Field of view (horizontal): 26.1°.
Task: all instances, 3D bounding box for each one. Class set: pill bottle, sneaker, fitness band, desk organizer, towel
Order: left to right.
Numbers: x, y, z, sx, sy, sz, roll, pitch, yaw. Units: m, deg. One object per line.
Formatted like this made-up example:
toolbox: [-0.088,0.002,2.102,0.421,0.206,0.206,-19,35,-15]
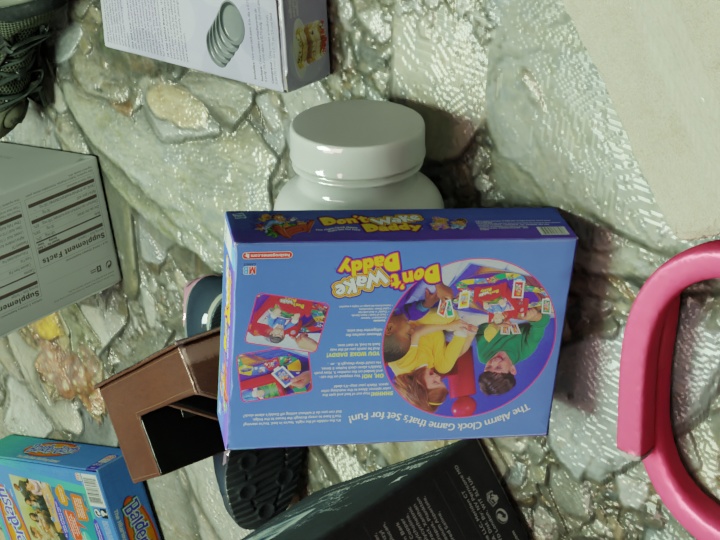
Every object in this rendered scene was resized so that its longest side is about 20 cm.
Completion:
sneaker: [-0.264,-0.168,1.188,0.199,0.076,0.115,-11,104,51]
desk organizer: [-0.110,0.088,1.042,0.200,0.072,0.077,-27,83,63]
sneaker: [-0.093,0.095,1.169,0.082,0.070,0.201,29,128,54]
pill bottle: [0.000,0.000,0.981,0.109,0.109,0.201,21,124,37]
towel: [0.167,-0.114,0.791,0.200,0.034,0.132,65,155,-3]
fitness band: [0.212,0.075,0.860,0.143,0.037,0.201,21,126,37]

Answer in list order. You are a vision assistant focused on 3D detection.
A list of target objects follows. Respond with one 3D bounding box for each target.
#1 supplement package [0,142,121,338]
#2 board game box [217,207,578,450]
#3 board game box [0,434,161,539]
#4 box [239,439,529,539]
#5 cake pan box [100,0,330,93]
supplement package: [-0.323,-0.027,1.258,0.200,0.156,0.111,10,118,42]
board game box: [0.019,0.034,0.913,0.045,0.199,0.135,-115,27,-61]
board game box: [-0.259,0.232,1.412,0.200,0.045,0.153,0,111,45]
box: [-0.017,0.220,1.045,0.197,0.200,0.118,-28,90,48]
cake pan box: [-0.105,-0.229,1.012,0.184,0.052,0.201,16,121,37]
